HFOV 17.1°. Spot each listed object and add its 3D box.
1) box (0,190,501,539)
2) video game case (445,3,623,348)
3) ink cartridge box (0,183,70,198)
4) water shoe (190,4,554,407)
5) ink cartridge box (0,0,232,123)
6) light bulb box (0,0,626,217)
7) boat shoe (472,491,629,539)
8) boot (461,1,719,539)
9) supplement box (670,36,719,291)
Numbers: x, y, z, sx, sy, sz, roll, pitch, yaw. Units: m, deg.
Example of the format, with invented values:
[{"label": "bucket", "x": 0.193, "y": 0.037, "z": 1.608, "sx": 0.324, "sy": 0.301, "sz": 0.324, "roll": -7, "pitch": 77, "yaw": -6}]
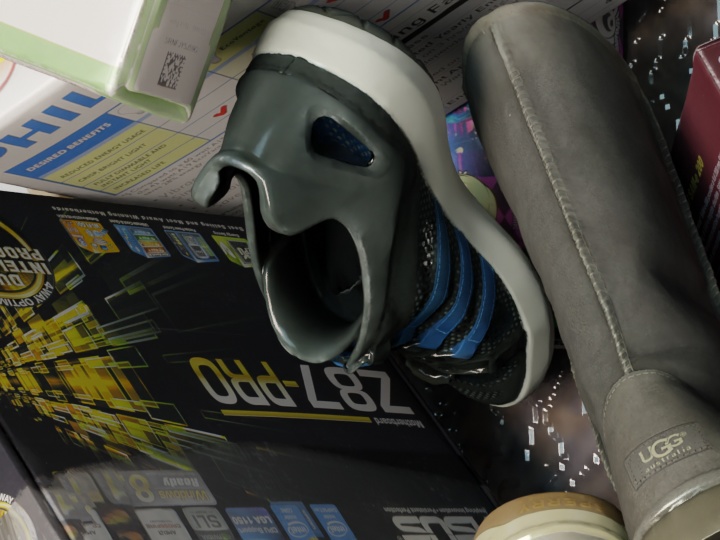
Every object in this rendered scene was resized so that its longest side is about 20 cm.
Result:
[{"label": "box", "x": -0.060, "y": 0.046, "z": 0.743, "sx": 0.049, "sy": 0.199, "sz": 0.161, "roll": -52, "pitch": 54, "yaw": 26}, {"label": "video game case", "x": 0.010, "y": -0.069, "z": 0.886, "sx": 0.180, "sy": 0.036, "sz": 0.201, "roll": -3, "pitch": 83, "yaw": 30}, {"label": "ink cartridge box", "x": -0.130, "y": 0.035, "z": 0.904, "sx": 0.165, "sy": 0.075, "sz": 0.201, "roll": -46, "pitch": 55, "yaw": 27}, {"label": "water shoe", "x": 0.000, "y": 0.000, "z": 0.754, "sx": 0.071, "sy": 0.200, "sz": 0.079, "roll": 20, "pitch": 67, "yaw": 34}, {"label": "ink cartridge box", "x": -0.080, "y": -0.160, "z": 0.669, "sx": 0.145, "sy": 0.048, "sz": 0.201, "roll": 23, "pitch": 94, "yaw": 29}, {"label": "light bulb box", "x": -0.032, "y": -0.119, "z": 0.779, "sx": 0.198, "sy": 0.200, "sz": 0.125, "roll": -32, "pitch": 71, "yaw": 22}, {"label": "boat shoe", "x": 0.064, "y": 0.165, "z": 0.755, "sx": 0.072, "sy": 0.065, "sz": 0.201, "roll": -4, "pitch": 125, "yaw": -2}, {"label": "boot", "x": 0.097, "y": 0.036, "z": 0.746, "sx": 0.072, "sy": 0.182, "sz": 0.200, "roll": -27, "pitch": 49, "yaw": 2}, {"label": "supplement box", "x": 0.166, "y": 0.026, "z": 0.738, "sx": 0.061, "sy": 0.109, "sz": 0.201, "roll": -23, "pitch": 71, "yaw": -9}]
